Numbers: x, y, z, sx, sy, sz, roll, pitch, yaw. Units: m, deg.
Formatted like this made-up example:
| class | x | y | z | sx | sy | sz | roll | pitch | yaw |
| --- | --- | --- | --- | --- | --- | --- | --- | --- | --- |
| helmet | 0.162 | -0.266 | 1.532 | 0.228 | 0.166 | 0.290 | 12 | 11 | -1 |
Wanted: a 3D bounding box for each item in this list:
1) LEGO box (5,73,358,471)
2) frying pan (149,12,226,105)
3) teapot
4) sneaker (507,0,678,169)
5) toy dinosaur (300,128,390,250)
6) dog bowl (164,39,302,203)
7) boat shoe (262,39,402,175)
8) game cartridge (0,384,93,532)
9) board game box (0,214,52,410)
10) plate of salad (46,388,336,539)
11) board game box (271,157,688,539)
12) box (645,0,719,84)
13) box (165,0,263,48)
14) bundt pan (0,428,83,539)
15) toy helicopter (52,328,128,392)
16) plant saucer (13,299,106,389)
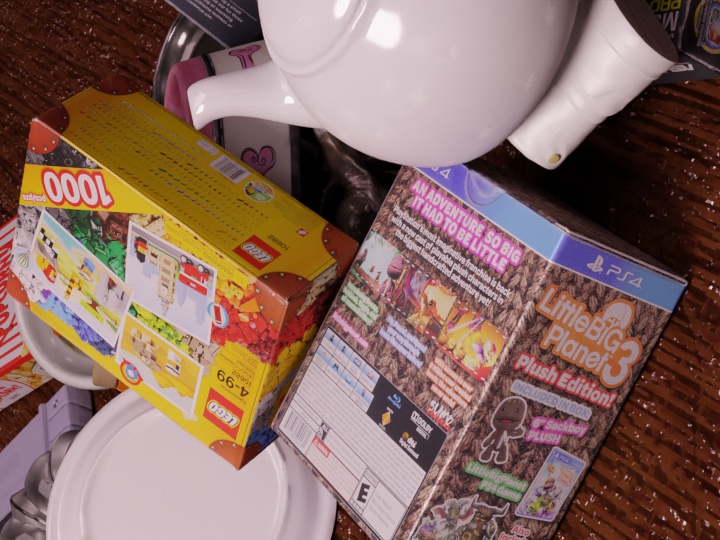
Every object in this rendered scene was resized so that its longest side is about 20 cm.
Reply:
| class | x | y | z | sx | sy | sz | roll | pitch | yaw |
| --- | --- | --- | --- | --- | --- | --- | --- | --- | --- |
| LEGO box | -0.114 | 0.000 | 1.053 | 0.199 | 0.077 | 0.150 | 35 | 133 | 18 |
| frying pan | -0.152 | -0.140 | 1.404 | 0.191 | 0.031 | 0.115 | -56 | 37 | 24 |
| teapot | 0.013 | -0.157 | 0.908 | 0.197 | 0.145 | 0.202 | 14 | 92 | 57 |
| sneaker | 0.091 | -0.149 | 0.972 | 0.116 | 0.073 | 0.201 | -45 | 43 | 27 |
| toy dinosaur | 0.000 | 0.000 | 1.113 | 0.102 | 0.076 | 0.202 | -153 | 65 | -68 |
| dog bowl | -0.092 | -0.058 | 1.172 | 0.200 | 0.073 | 0.202 | 179 | 90 | -77 |
| boat shoe | -0.007 | -0.123 | 1.176 | 0.074 | 0.060 | 0.200 | -62 | 36 | 12 |
| game cartridge | -0.280 | 0.199 | 1.411 | 0.200 | 0.038 | 0.130 | -43 | 39 | 33 |
| board game box | -0.283 | 0.023 | 1.487 | 0.200 | 0.046 | 0.153 | -30 | 51 | 42 |
| plate of salad | -0.110 | 0.160 | 1.133 | 0.198 | 0.048 | 0.202 | -6 | 64 | 11 |
| board game box | 0.061 | 0.050 | 0.969 | 0.159 | 0.096 | 0.201 | 40 | 106 | 53 |
| box | 0.146 | -0.189 | 1.019 | 0.199 | 0.044 | 0.161 | 0 | 74 | 54 |
| box | -0.056 | -0.282 | 1.242 | 0.200 | 0.107 | 0.149 | -43 | 20 | 31 |
| bundt pan | -0.190 | 0.200 | 1.228 | 0.201 | 0.076 | 0.203 | -19 | 61 | 38 |
| toy helicopter | -0.178 | -0.002 | 1.255 | 0.133 | 0.078 | 0.201 | 101 | 170 | -51 |
| plant saucer | -0.186 | -0.004 | 1.342 | 0.199 | 0.050 | 0.202 | -9 | 75 | 34 |
